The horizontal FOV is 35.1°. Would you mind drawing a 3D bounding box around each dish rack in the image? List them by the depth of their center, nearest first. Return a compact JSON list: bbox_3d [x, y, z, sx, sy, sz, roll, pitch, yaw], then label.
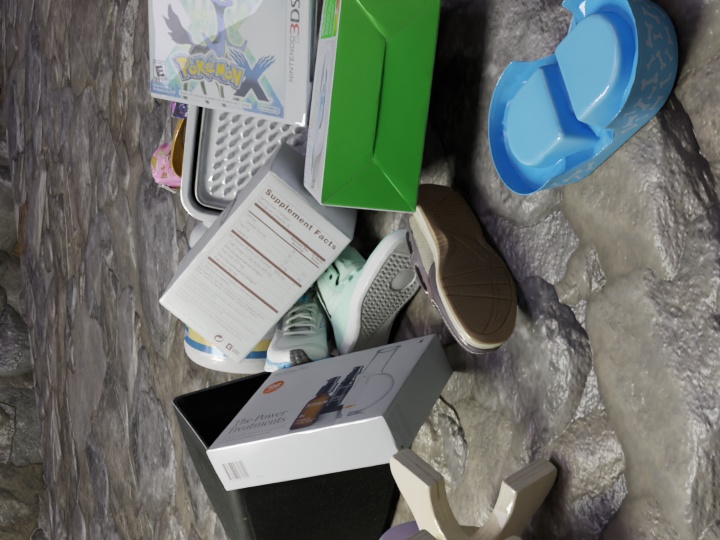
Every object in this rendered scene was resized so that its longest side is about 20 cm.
[{"bbox_3d":[-0.099,-0.130,1.298,0.044,0.200,0.172,-79,-1,-68],"label":"dish rack"}]

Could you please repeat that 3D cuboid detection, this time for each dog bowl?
[{"bbox_3d":[0.170,-0.136,0.881,0.200,0.049,0.112,131,132,-55],"label":"dog bowl"}]

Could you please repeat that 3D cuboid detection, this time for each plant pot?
[{"bbox_3d":[-0.072,0.230,1.252,0.200,0.199,0.178,34,134,59],"label":"plant pot"}]

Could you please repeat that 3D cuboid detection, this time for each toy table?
[{"bbox_3d":[0.092,0.241,0.940,0.200,0.184,0.117,24,130,34],"label":"toy table"}]

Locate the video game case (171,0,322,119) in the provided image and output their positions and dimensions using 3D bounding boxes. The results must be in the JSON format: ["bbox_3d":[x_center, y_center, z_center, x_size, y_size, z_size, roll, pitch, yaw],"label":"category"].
[{"bbox_3d":[-0.107,-0.246,1.290,0.036,0.181,0.200,-101,25,-47],"label":"video game case"}]

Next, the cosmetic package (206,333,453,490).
[{"bbox_3d":[-0.027,0.135,1.090,0.200,0.151,0.052,-16,107,29],"label":"cosmetic package"}]

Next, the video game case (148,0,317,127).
[{"bbox_3d":[-0.137,-0.255,1.194,0.200,0.022,0.183,14,116,23],"label":"video game case"}]

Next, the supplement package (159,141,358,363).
[{"bbox_3d":[-0.109,-0.021,1.256,0.200,0.117,0.117,-47,12,19],"label":"supplement package"}]

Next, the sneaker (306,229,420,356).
[{"bbox_3d":[0.000,0.000,1.199,0.118,0.074,0.201,63,147,32],"label":"sneaker"}]

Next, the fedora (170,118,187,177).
[{"bbox_3d":[-0.150,-0.180,1.430,0.082,0.201,0.201,36,132,15],"label":"fedora"}]

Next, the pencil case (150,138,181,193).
[{"bbox_3d":[-0.246,-0.159,1.691,0.200,0.083,0.087,5,95,63],"label":"pencil case"}]

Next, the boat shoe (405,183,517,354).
[{"bbox_3d":[0.087,0.005,1.039,0.065,0.072,0.200,107,153,-42],"label":"boat shoe"}]

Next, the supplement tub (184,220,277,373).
[{"bbox_3d":[-0.143,0.014,1.416,0.145,0.144,0.200,29,117,60],"label":"supplement tub"}]

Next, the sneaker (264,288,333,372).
[{"bbox_3d":[-0.068,0.063,1.275,0.200,0.075,0.087,-96,6,-83],"label":"sneaker"}]

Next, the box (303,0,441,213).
[{"bbox_3d":[0.008,-0.167,1.099,0.176,0.096,0.200,-128,43,-76],"label":"box"}]
